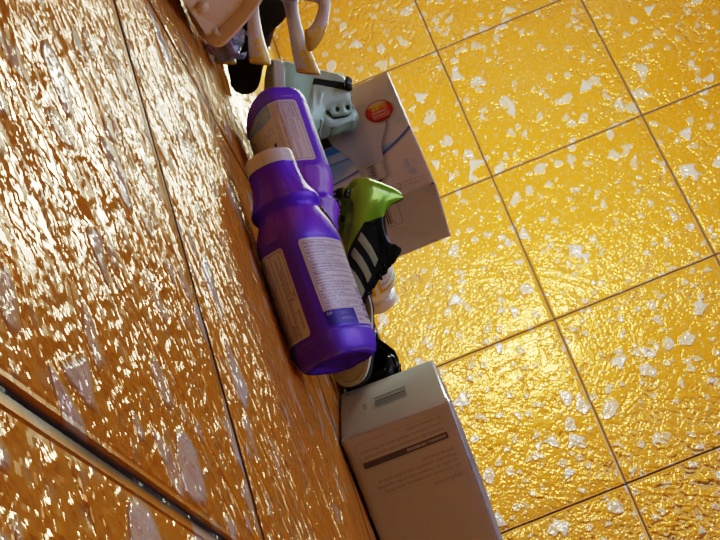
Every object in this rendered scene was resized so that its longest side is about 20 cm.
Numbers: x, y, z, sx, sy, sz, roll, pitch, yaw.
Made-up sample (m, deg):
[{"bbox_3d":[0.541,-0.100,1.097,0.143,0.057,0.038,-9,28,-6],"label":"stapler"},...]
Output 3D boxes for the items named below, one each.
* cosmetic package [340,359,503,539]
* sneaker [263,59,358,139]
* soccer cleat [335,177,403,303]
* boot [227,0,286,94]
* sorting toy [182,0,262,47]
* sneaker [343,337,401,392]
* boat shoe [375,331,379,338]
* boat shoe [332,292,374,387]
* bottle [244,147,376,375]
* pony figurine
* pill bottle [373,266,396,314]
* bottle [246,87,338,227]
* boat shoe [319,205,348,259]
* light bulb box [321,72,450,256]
[{"bbox_3d":[0.068,0.227,1.209,0.199,0.121,0.203,-98,168,-82],"label":"cosmetic package"},{"bbox_3d":[-0.053,-0.158,1.371,0.074,0.116,0.204,142,-52,-66],"label":"sneaker"},{"bbox_3d":[0.000,0.000,1.252,0.067,0.080,0.204,-153,-106,-69],"label":"soccer cleat"},{"bbox_3d":[-0.138,-0.343,1.430,0.201,0.063,0.188,-103,-148,-57],"label":"boot"},{"bbox_3d":[-0.174,-0.338,1.090,0.181,0.106,0.200,50,0,5],"label":"sorting toy"},{"bbox_3d":[0.027,0.163,1.341,0.112,0.076,0.202,81,-14,-68],"label":"sneaker"},{"bbox_3d":[0.021,0.164,1.446,0.073,0.061,0.202,67,3,-56],"label":"boat shoe"},{"bbox_3d":[-0.007,0.042,1.318,0.067,0.071,0.203,34,43,-53],"label":"boat shoe"},{"bbox_3d":[-0.051,-0.010,0.999,0.083,0.065,0.203,5,60,-58],"label":"bottle"},{"bbox_3d":[-0.115,-0.329,1.249,0.166,0.189,0.204,-157,-109,-75],"label":"pony figurine"},{"bbox_3d":[0.010,-0.007,2.373,0.113,0.111,0.202,-109,178,-52],"label":"pill bottle"},{"bbox_3d":[-0.069,-0.099,1.217,0.084,0.064,0.203,-59,-136,52],"label":"bottle"},{"bbox_3d":[-0.047,-0.003,1.092,0.068,0.071,0.203,70,3,-61],"label":"boat shoe"},{"bbox_3d":[-0.012,-0.116,1.453,0.125,0.195,0.202,68,0,-54],"label":"light bulb box"}]
